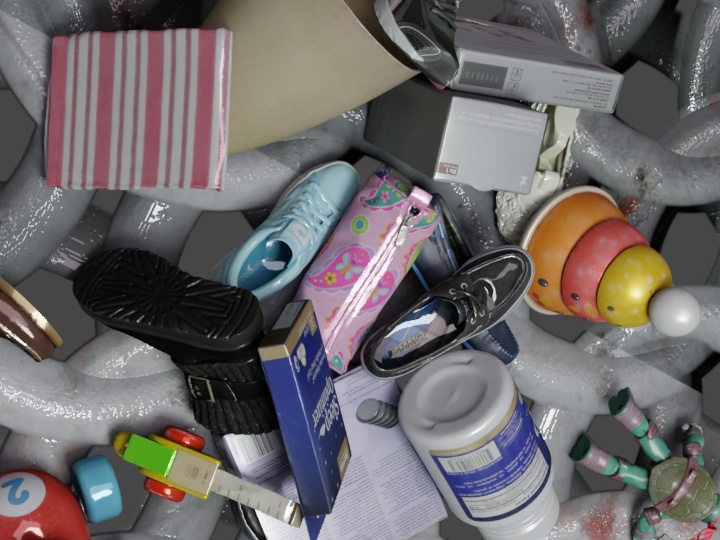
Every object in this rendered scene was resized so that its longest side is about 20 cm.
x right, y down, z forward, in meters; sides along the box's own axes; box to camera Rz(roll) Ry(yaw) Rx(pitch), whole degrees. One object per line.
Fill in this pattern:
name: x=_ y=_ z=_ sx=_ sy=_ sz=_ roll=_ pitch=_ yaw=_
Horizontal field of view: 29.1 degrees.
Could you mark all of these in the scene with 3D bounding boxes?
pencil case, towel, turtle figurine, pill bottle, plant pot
pencil case: x=0.000 y=0.000 z=1.359 sx=0.087 sy=0.087 sz=0.201 roll=32 pitch=94 yaw=-19
towel: x=-0.202 y=-0.145 z=1.263 sx=0.030 sy=0.199 sz=0.147 roll=5 pitch=87 yaw=-65
turtle figurine: x=0.336 y=0.226 z=1.516 sx=0.200 sy=0.101 sz=0.150 roll=38 pitch=77 yaw=-12
pill bottle: x=0.127 y=0.187 z=1.392 sx=0.120 sy=0.120 sz=0.200 roll=-42 pitch=129 yaw=-17
plant pot: x=-0.076 y=-0.202 z=1.294 sx=0.200 sy=0.187 sz=0.188 roll=-35 pitch=105 yaw=17

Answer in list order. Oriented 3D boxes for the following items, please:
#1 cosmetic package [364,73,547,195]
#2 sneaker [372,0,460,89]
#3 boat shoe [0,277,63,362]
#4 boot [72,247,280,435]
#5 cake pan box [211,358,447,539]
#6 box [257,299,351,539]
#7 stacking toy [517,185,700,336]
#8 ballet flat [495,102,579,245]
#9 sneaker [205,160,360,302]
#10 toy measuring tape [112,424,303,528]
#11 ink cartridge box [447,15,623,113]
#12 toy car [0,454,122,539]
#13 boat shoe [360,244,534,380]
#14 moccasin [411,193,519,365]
cosmetic package: x=0.088 y=-0.139 z=1.352 sx=0.106 sy=0.200 sz=0.091 roll=7 pitch=101 yaw=-24
sneaker: x=0.061 y=-0.257 z=1.275 sx=0.086 sy=0.201 sz=0.080 roll=-35 pitch=137 yaw=20
boat shoe: x=-0.361 y=0.019 z=1.246 sx=0.200 sy=0.070 sz=0.070 roll=42 pitch=68 yaw=-8
boot: x=-0.167 y=0.073 z=1.312 sx=0.080 sy=0.210 sz=0.158 roll=-55 pitch=150 yaw=-29
cake pan box: x=-0.031 y=0.207 z=1.389 sx=0.199 sy=0.052 sz=0.185 roll=-26 pitch=97 yaw=-20
box: x=-0.045 y=0.140 z=1.282 sx=0.032 sy=0.121 sz=0.201 roll=-9 pitch=107 yaw=12
stacking toy: x=0.267 y=0.009 z=1.414 sx=0.146 sy=0.200 sz=0.147 roll=-16 pitch=120 yaw=-29
ballet flat: x=0.193 y=-0.120 z=1.471 sx=0.071 sy=0.072 sz=0.201 roll=15 pitch=85 yaw=-21
sneaker: x=-0.063 y=-0.032 z=1.358 sx=0.074 sy=0.082 sz=0.200 roll=46 pitch=74 yaw=-16
toy measuring tape: x=-0.142 y=0.197 z=1.314 sx=0.199 sy=0.074 sz=0.074 roll=20 pitch=82 yaw=9
ink cartridge box: x=0.134 y=-0.214 z=1.391 sx=0.199 sy=0.174 sz=0.044 roll=4 pitch=111 yaw=-29
toy car: x=-0.275 y=0.268 z=1.209 sx=0.184 sy=0.200 sz=0.178 roll=-17 pitch=96 yaw=-21
boat shoe: x=0.087 y=0.041 z=1.353 sx=0.199 sy=0.066 sz=0.070 roll=-30 pitch=89 yaw=-3
moccasin: x=0.108 y=0.012 z=1.420 sx=0.068 sy=0.081 sz=0.200 roll=-31 pitch=106 yaw=22
